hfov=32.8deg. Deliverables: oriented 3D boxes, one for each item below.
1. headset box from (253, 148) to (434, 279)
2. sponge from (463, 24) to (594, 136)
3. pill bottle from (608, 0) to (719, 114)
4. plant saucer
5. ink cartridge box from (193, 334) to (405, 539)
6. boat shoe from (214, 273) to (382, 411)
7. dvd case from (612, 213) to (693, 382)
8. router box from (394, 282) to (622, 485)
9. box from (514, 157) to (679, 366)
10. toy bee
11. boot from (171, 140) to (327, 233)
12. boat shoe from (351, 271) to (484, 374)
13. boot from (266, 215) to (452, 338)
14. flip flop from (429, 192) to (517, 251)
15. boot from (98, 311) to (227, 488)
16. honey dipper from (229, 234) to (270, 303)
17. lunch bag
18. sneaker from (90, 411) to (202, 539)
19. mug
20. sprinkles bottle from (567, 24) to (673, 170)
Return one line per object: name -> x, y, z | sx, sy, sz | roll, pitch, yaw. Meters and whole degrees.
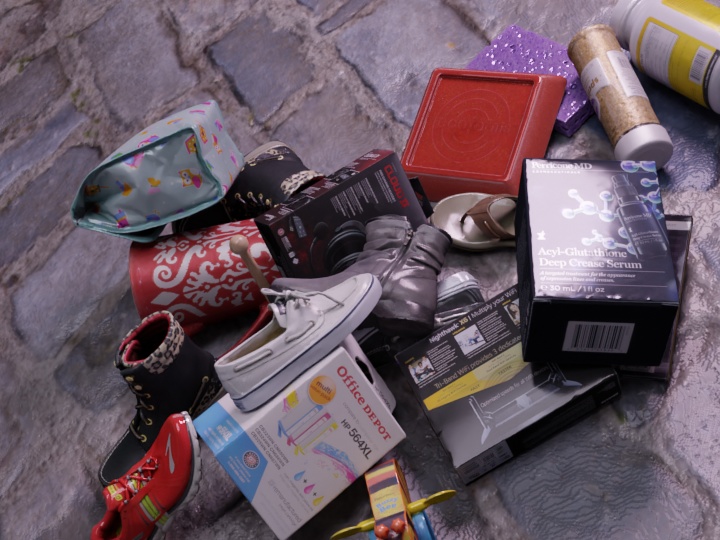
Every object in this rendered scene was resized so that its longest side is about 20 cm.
headset box -> -0.004, -0.042, 1.464 | 0.199, 0.150, 0.077 | -30, 17, -13
sponge -> 0.240, -0.259, 1.642 | 0.112, 0.030, 0.199 | -44, 49, -14
pill bottle -> 0.409, -0.282, 1.530 | 0.112, 0.113, 0.200 | -39, 47, -11
plant saucer -> 0.148, -0.182, 1.587 | 0.197, 0.037, 0.202 | 9, 67, 29
ink cartridge box -> -0.058, 0.164, 1.322 | 0.199, 0.129, 0.125 | -39, 18, -10
boat shoe -> -0.072, 0.051, 1.282 | 0.201, 0.087, 0.075 | -38, 18, -11
dvd case -> 0.286, 0.025, 1.372 | 0.147, 0.016, 0.202 | 3, 64, 26
router box -> 0.158, 0.113, 1.330 | 0.198, 0.052, 0.158 | -30, 55, 1
box -> 0.243, -0.011, 1.291 | 0.146, 0.108, 0.202 | 1, 49, 1
toy bee -> 0.044, 0.261, 1.239 | 0.130, 0.109, 0.200 | -36, 47, -11
boot -> -0.143, -0.088, 1.621 | 0.203, 0.074, 0.153 | -37, 35, -14
boat shoe -> 0.057, 0.077, 1.411 | 0.199, 0.072, 0.071 | -32, 61, 6
boot -> 0.000, 0.000, 1.394 | 0.197, 0.070, 0.133 | 9, 64, 3
flip flop -> 0.178, -0.060, 1.477 | 0.198, 0.058, 0.082 | 13, 63, 26
boot -> -0.252, 0.153, 1.414 | 0.204, 0.154, 0.073 | -45, 51, -10
honey dipper -> -0.107, 0.028, 1.436 | 0.037, 0.201, 0.038 | -12, 49, 14
lunch bag -> -0.261, -0.116, 1.551 | 0.198, 0.123, 0.171 | -24, 15, 10
sneaker -> -0.236, 0.240, 1.332 | 0.077, 0.084, 0.201 | 52, 122, 44
mug -> -0.171, 0.023, 1.548 | 0.197, 0.180, 0.134 | -13, 11, 7
sprinkles bottle -> 0.320, -0.212, 1.518 | 0.068, 0.068, 0.202 | -21, 57, 6
